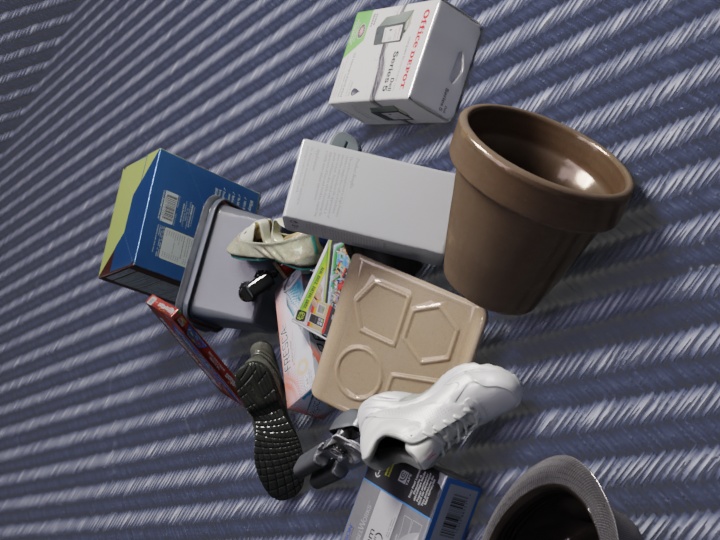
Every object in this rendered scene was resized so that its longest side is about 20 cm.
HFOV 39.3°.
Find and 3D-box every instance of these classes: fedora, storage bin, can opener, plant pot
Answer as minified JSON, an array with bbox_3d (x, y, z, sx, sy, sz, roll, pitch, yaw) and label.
[{"bbox_3d":[0.193,0.274,0.923,0.201,0.089,0.178,-57,34,26],"label":"fedora"},{"bbox_3d":[-0.172,0.006,1.543,0.132,0.145,0.204,12,80,27],"label":"storage bin"},{"bbox_3d":[-0.029,0.220,1.242,0.067,0.053,0.200,-60,6,-25],"label":"can opener"},{"bbox_3d":[0.166,-0.056,1.077,0.201,0.197,0.177,61,137,48],"label":"plant pot"}]

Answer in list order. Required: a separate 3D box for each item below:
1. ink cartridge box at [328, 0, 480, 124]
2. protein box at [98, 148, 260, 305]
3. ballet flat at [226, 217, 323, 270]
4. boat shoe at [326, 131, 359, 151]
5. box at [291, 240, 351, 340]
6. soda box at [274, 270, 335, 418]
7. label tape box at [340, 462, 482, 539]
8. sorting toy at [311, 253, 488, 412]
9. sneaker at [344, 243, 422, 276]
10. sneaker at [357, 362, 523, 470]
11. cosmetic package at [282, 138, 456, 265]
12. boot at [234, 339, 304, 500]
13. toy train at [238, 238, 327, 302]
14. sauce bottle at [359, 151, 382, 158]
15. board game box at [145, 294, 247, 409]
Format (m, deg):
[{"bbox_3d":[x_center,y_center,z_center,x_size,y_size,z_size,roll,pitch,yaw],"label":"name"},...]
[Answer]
[{"bbox_3d":[0.059,-0.288,1.412,0.199,0.083,0.148,9,80,55],"label":"ink cartridge box"},{"bbox_3d":[-0.297,-0.060,1.670,0.134,0.198,0.202,-13,61,49],"label":"protein box"},{"bbox_3d":[-0.120,-0.044,1.406,0.198,0.067,0.064,9,112,46],"label":"ballet flat"},{"bbox_3d":[-0.054,-0.114,1.469,0.067,0.073,0.201,-50,9,50],"label":"boat shoe"},{"bbox_3d":[0.000,0.000,1.327,0.109,0.035,0.203,26,95,13],"label":"box"},{"bbox_3d":[-0.069,0.099,1.397,0.068,0.063,0.203,-41,44,33],"label":"soda box"},{"bbox_3d":[0.035,0.278,1.160,0.199,0.063,0.147,17,85,55],"label":"label tape box"},{"bbox_3d":[0.045,0.099,1.200,0.198,0.036,0.188,24,102,29],"label":"sorting toy"},{"bbox_3d":[0.029,-0.018,1.273,0.076,0.089,0.204,24,-131,-88],"label":"sneaker"},{"bbox_3d":[0.087,0.171,1.091,0.197,0.078,0.100,-24,31,20],"label":"sneaker"},{"bbox_3d":[0.014,-0.080,1.207,0.074,0.196,0.104,94,-169,-79],"label":"cosmetic package"},{"bbox_3d":[-0.114,0.201,1.394,0.131,0.066,0.204,-64,-41,-80],"label":"boot"},{"bbox_3d":[-0.093,-0.020,1.446,0.199,0.034,0.046,-37,7,-4],"label":"toy train"},{"bbox_3d":[-0.008,-0.060,1.397,0.064,0.064,0.204,-7,66,51],"label":"sauce bottle"},{"bbox_3d":[-0.239,0.123,1.508,0.019,0.201,0.102,-44,30,-16],"label":"board game box"}]
